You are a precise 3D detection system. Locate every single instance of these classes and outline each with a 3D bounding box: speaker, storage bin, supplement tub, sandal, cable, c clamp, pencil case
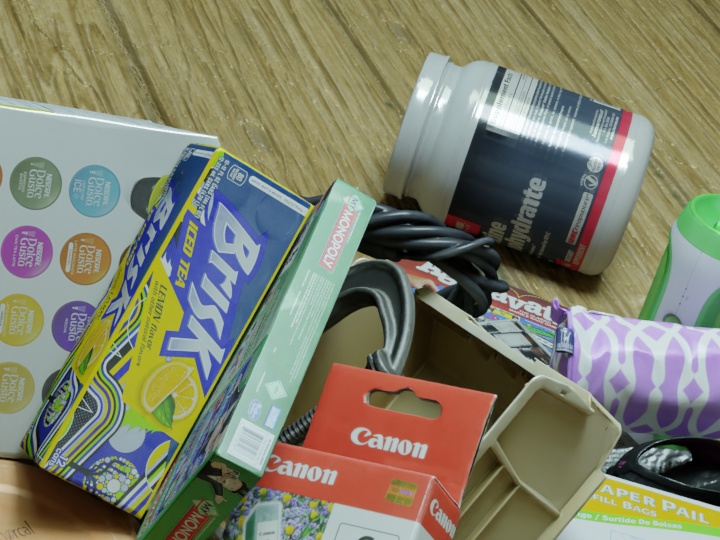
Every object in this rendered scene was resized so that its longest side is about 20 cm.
[{"bbox_3d":[0.235,0.049,1.536,0.088,0.201,0.089,14,28,-8],"label":"speaker"},{"bbox_3d":[0.018,0.112,1.253,0.094,0.199,0.200,45,-7,-35],"label":"storage bin"},{"bbox_3d":[0.131,-0.090,1.787,0.199,0.141,0.140,19,28,3],"label":"supplement tub"},{"bbox_3d":[0.219,0.132,1.371,0.199,0.048,0.075,-1,39,12],"label":"sandal"},{"bbox_3d":[0.000,0.000,1.384,0.163,0.200,0.051,38,50,-29],"label":"cable"},{"bbox_3d":[-0.040,0.083,1.245,0.027,0.200,0.171,45,11,-30],"label":"c clamp"},{"bbox_3d":[0.219,0.070,1.454,0.199,0.084,0.086,7,59,-7],"label":"pencil case"}]

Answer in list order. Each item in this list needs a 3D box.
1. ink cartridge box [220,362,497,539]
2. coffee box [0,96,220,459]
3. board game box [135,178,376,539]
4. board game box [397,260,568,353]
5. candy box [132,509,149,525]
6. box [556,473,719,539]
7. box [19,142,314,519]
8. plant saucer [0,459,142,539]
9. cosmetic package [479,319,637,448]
[{"bbox_3d":[-0.012,0.136,1.127,0.109,0.050,0.201,9,66,28],"label":"ink cartridge box"},{"bbox_3d":[-0.211,-0.002,1.307,0.197,0.201,0.200,7,4,-18],"label":"coffee box"},{"bbox_3d":[-0.059,0.059,1.175,0.029,0.135,0.200,29,50,-8],"label":"board game box"},{"bbox_3d":[0.110,0.041,1.671,0.199,0.020,0.103,21,27,6],"label":"board game box"},{"bbox_3d":[-0.116,0.216,1.190,0.116,0.057,0.200,-4,36,-35],"label":"candy box"},{"bbox_3d":[0.152,0.199,1.315,0.199,0.113,0.101,16,29,-1],"label":"box"},{"bbox_3d":[-0.109,0.031,1.205,0.070,0.201,0.064,30,-5,-20],"label":"box"},{"bbox_3d":[-0.198,0.161,1.156,0.199,0.032,0.201,13,29,-7],"label":"plant saucer"},{"bbox_3d":[0.126,0.110,1.507,0.082,0.051,0.200,-6,37,-35],"label":"cosmetic package"}]
